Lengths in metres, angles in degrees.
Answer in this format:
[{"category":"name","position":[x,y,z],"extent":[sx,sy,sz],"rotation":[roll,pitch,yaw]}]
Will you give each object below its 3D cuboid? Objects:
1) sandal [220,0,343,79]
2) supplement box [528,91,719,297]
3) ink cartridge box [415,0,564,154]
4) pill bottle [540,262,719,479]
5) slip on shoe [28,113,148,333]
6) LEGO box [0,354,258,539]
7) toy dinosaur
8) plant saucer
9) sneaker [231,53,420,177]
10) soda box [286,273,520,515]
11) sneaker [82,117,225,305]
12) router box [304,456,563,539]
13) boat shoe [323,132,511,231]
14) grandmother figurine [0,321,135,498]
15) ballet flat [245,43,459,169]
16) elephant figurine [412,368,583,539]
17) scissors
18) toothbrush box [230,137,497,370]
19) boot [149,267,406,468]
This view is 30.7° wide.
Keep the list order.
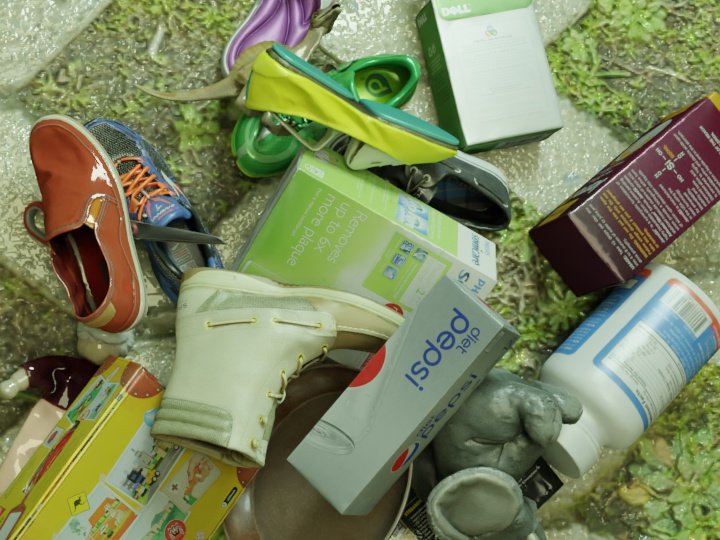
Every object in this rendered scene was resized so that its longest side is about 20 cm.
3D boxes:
[{"category":"sandal","position":[-0.060,-0.254,1.236],"extent":[0.082,0.050,0.203],"rotation":[27,79,-9]},{"category":"supplement box","position":[0.274,-0.072,1.266],"extent":[0.200,0.110,0.086],"rotation":[-39,93,-15]},{"category":"ink cartridge box","position":[0.118,-0.218,1.272],"extent":[0.104,0.059,0.200],"rotation":[-12,86,-15]},{"category":"pill bottle","position":[0.241,0.096,1.236],"extent":[0.200,0.112,0.112],"rotation":[-43,94,-14]},{"category":"slip on shoe","position":[-0.237,-0.042,1.108],"extent":[0.074,0.061,0.200],"rotation":[-24,79,23]},{"category":"LEGO box","position":[-0.205,0.197,1.100],"extent":[0.149,0.077,0.200],"rotation":[45,70,-26]},{"category":"toy dinosaur","position":[-0.094,-0.168,1.181],"extent":[0.200,0.058,0.101],"rotation":[-26,52,-3]},{"category":"plant saucer","position":[-0.034,0.181,1.141],"extent":[0.034,0.200,0.200],"rotation":[36,71,-51]},{"category":"sneaker","position":[-0.032,-0.154,1.214],"extent":[0.200,0.084,0.074],"rotation":[-30,91,-15]},{"category":"soda box","position":[0.035,0.102,1.057],"extent":[0.068,0.063,0.200],"rotation":[43,96,21]},{"category":"sneaker","position":[-0.179,-0.055,1.167],"extent":[0.075,0.078,0.200],"rotation":[-39,93,-16]},{"category":"router box","position":[0.066,0.206,1.209],"extent":[0.200,0.051,0.149],"rotation":[-40,92,-15]},{"category":"boat shoe","position":[0.058,-0.080,1.210],"extent":[0.200,0.070,0.066],"rotation":[21,36,-31]},{"category":"grandmother figurine","position":[-0.258,0.121,1.140],"extent":[0.121,0.061,0.200],"rotation":[38,71,-35]},{"category":"ballet flat","position":[-0.011,-0.126,1.131],"extent":[0.200,0.067,0.067],"rotation":[24,104,-24]},{"category":"elephant figurine","position":[0.105,0.188,1.128],"extent":[0.155,0.141,0.200],"rotation":[19,94,30]},{"category":"scissors","position":[-0.208,-0.031,1.136],"extent":[0.200,0.014,0.073],"rotation":[24,97,20]},{"category":"toothbrush box","position":[0.000,0.000,1.169],"extent":[0.200,0.086,0.146],"rotation":[29,113,-10]},{"category":"boot","position":[-0.063,0.089,1.078],"extent":[0.200,0.072,0.155],"rotation":[11,66,-3]}]
